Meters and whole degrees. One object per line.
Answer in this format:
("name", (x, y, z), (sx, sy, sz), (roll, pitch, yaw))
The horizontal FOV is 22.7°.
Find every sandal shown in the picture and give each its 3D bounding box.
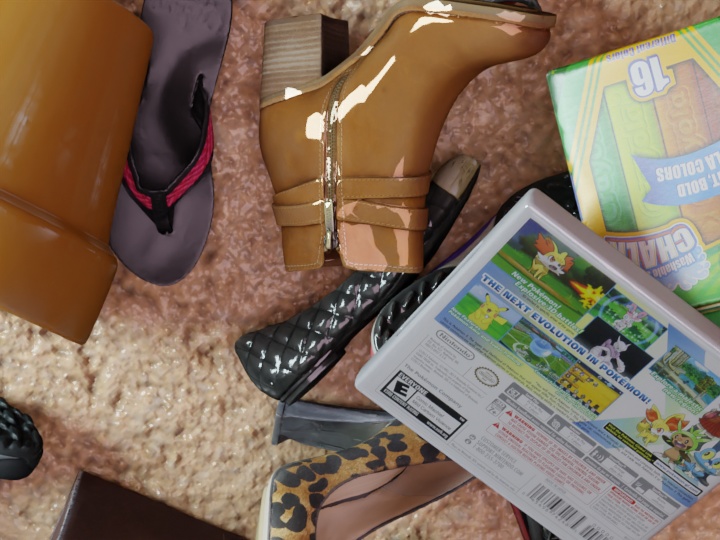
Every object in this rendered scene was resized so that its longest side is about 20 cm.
("sandal", (-0.121, -0.088, 1.104), (0.074, 0.045, 0.202), (8, 102, -5))

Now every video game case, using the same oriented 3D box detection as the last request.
("video game case", (0.123, 0.070, 1.039), (0.199, 0.022, 0.182), (37, 128, -7))

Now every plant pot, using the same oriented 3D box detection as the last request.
("plant pot", (-0.213, -0.081, 1.039), (0.199, 0.200, 0.184), (25, 84, -8))

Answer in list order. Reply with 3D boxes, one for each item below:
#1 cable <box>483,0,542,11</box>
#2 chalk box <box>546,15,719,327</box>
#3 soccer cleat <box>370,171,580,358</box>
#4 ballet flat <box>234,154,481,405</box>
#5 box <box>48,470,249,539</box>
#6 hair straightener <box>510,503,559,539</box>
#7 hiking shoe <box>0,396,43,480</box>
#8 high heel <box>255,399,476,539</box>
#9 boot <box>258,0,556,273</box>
("cable", (0.040, -0.130, 1.113), (0.097, 0.050, 0.201), (31, 110, -7))
("chalk box", (0.205, -0.034, 1.048), (0.124, 0.124, 0.202), (-17, 84, 27))
("soccer cleat", (0.088, 0.005, 1.134), (0.199, 0.073, 0.068), (-36, 82, -12))
("ballet flat", (0.000, 0.000, 1.122), (0.057, 0.066, 0.200), (44, 95, 6))
("box", (-0.124, 0.258, 1.121), (0.199, 0.164, 0.167), (24, 101, -8))
("hair straightener", (0.113, 0.148, 1.135), (0.041, 0.077, 0.201), (-29, 121, -24))
("hiking shoe", (-0.297, 0.121, 1.137), (0.198, 0.075, 0.087), (3, 113, 5))
("high heel", (0.009, 0.157, 1.095), (0.141, 0.201, 0.072), (9, 131, -2))
("boot", (0.026, -0.076, 1.045), (0.198, 0.077, 0.157), (-3, 90, 26))
